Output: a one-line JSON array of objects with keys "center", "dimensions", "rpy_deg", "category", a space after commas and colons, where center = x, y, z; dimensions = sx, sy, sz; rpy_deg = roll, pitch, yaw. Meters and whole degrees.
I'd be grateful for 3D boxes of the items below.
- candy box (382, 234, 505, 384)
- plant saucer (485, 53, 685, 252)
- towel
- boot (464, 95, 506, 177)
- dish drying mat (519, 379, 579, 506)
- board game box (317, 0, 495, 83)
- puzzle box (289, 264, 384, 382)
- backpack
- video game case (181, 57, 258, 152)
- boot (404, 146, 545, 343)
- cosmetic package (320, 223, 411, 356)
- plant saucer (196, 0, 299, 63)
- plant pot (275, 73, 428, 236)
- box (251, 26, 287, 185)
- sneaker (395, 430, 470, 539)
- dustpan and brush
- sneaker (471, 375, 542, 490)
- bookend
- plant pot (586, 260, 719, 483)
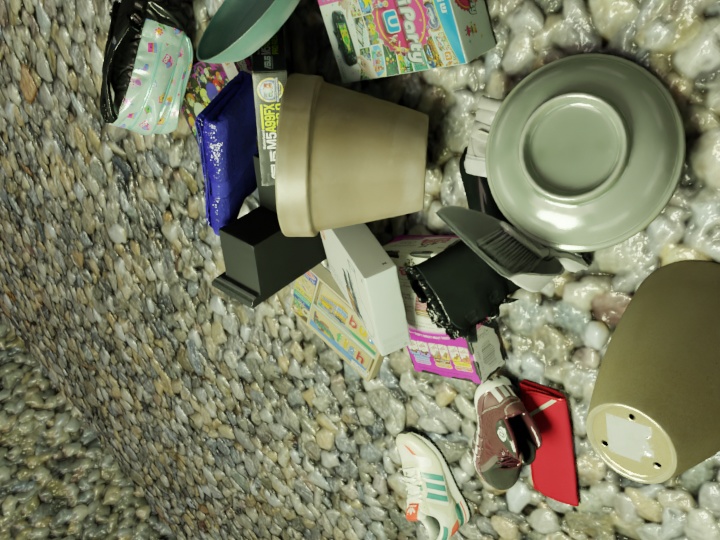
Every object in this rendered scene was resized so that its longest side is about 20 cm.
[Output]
[{"center": [0.111, 0.051, 1.117], "dimensions": [0.136, 0.061, 0.201], "rpy_deg": [5, 121, 49], "category": "candy box"}, {"center": [0.214, -0.120, 0.791], "dimensions": [0.199, 0.050, 0.201], "rpy_deg": [-1, 88, 27], "category": "plant saucer"}, {"center": [-0.191, -0.169, 1.152], "dimensions": [0.049, 0.148, 0.201], "rpy_deg": [13, 133, 7], "category": "towel"}, {"center": [0.211, -0.137, 0.851], "dimensions": [0.199, 0.074, 0.096], "rpy_deg": [13, 103, 21], "category": "boot"}, {"center": [0.267, 0.249, 1.133], "dimensions": [0.077, 0.018, 0.201], "rpy_deg": [14, 127, 41], "category": "dish drying mat"}, {"center": [0.044, -0.305, 0.913], "dimensions": [0.199, 0.064, 0.148], "rpy_deg": [4, 121, 46], "category": "board game box"}, {"center": [-0.035, 0.082, 1.336], "dimensions": [0.200, 0.025, 0.133], "rpy_deg": [40, 141, 20], "category": "puzzle box"}, {"center": [-0.332, -0.312, 1.232], "dimensions": [0.167, 0.126, 0.201], "rpy_deg": [36, 113, 61], "category": "backpack"}, {"center": [-0.212, -0.248, 1.268], "dimensions": [0.200, 0.036, 0.182], "rpy_deg": [-8, 110, 51], "category": "video game case"}, {"center": [0.126, -0.029, 0.946], "dimensions": [0.199, 0.162, 0.073], "rpy_deg": [58, 172, -8], "category": "boot"}, {"center": [0.000, 0.000, 1.126], "dimensions": [0.200, 0.051, 0.151], "rpy_deg": [-124, 17, -47], "category": "cosmetic package"}, {"center": [-0.128, -0.331, 1.003], "dimensions": [0.036, 0.201, 0.200], "rpy_deg": [39, 154, -32], "category": "plant saucer"}, {"center": [-0.004, -0.139, 0.988], "dimensions": [0.173, 0.200, 0.201], "rpy_deg": [2, 128, 4], "category": "plant pot"}, {"center": [-0.119, -0.234, 1.065], "dimensions": [0.200, 0.044, 0.161], "rpy_deg": [-100, 8, -50], "category": "box"}, {"center": [0.107, 0.370, 1.345], "dimensions": [0.070, 0.093, 0.200], "rpy_deg": [-18, 104, 52], "category": "sneaker"}, {"center": [0.190, -0.018, 0.883], "dimensions": [0.057, 0.200, 0.140], "rpy_deg": [-52, 45, 12], "category": "dustpan and brush"}, {"center": [0.210, 0.257, 1.123], "dimensions": [0.116, 0.075, 0.201], "rpy_deg": [-129, 23, -59], "category": "sneaker"}, {"center": [-0.127, -0.085, 1.162], "dimensions": [0.092, 0.200, 0.200], "rpy_deg": [25, 136, 33], "category": "bookend"}, {"center": [0.320, 0.118, 0.818], "dimensions": [0.187, 0.200, 0.188], "rpy_deg": [29, 137, 32], "category": "plant pot"}]
